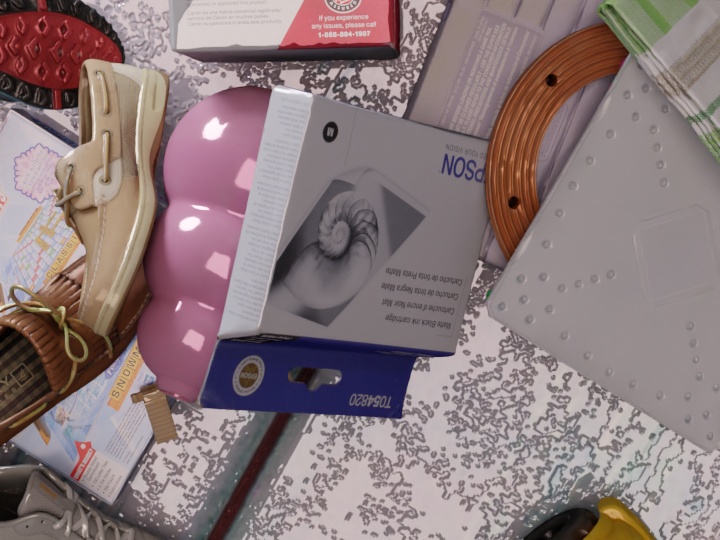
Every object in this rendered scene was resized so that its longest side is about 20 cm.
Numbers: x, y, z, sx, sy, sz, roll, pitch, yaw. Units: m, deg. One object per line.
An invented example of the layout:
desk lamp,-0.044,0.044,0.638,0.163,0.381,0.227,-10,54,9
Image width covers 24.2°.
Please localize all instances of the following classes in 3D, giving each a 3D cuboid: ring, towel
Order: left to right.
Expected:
ring,0.174,-0.067,1.127,0.198,0.019,0.203,-4,101,-18
towel,0.252,-0.124,1.103,0.200,0.149,0.031,50,138,0

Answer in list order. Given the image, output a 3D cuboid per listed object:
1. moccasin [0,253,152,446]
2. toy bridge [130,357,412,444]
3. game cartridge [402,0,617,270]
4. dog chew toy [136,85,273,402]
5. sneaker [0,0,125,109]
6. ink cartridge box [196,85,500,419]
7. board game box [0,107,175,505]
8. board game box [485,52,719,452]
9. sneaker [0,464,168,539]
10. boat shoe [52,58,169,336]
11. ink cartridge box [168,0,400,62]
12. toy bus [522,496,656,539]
moccasin,-0.211,0.050,1.095,0.201,0.078,0.074,-37,86,-12
toy bridge,-0.061,0.056,1.142,0.198,0.027,0.068,-18,104,-9
game cartridge,0.099,-0.108,1.147,0.128,0.038,0.202,22,95,4
dog chew toy,-0.084,-0.014,1.078,0.123,0.125,0.202,20,78,1
sneaker,-0.260,-0.151,1.136,0.198,0.095,0.080,0,96,-24
ink cartridge box,0.000,0.000,1.059,0.040,0.198,0.203,19,98,41
board game box,-0.204,0.024,1.164,0.198,0.041,0.201,32,95,-1
board game box,0.207,-0.012,1.119,0.199,0.026,0.201,31,90,-17
sneaker,-0.202,0.180,1.137,0.197,0.076,0.093,14,130,-7
boat shoe,-0.167,-0.049,1.074,0.064,0.071,0.202,15,52,-16
ink cartridge box,-0.047,-0.240,1.086,0.143,0.145,0.203,-1,95,3
toy bus,0.129,0.265,1.095,0.199,0.192,0.136,-34,94,6
